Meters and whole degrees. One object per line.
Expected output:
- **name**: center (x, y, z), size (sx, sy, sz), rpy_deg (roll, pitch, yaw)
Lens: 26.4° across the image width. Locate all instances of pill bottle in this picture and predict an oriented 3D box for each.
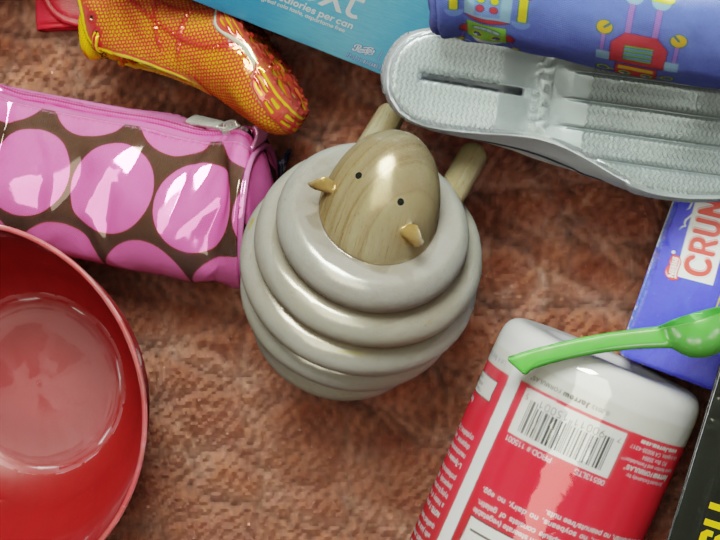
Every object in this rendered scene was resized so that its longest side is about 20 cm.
- **pill bottle**: center (0.089, 0.136, 0.807), size (0.112, 0.112, 0.200), rpy_deg (24, 95, 8)

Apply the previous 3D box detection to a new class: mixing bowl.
- **mixing bowl**: center (-0.196, 0.070, 0.853), size (0.200, 0.108, 0.201), rpy_deg (1, 94, 11)

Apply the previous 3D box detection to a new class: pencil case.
- **pencil case**: center (-0.145, -0.054, 0.857), size (0.200, 0.091, 0.094), rpy_deg (10, 120, 9)
- **pencil case**: center (0.131, -0.132, 0.693), size (0.200, 0.078, 0.087), rpy_deg (11, 72, 10)

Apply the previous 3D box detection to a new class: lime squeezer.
- **lime squeezer**: center (0.166, -0.005, 0.734), size (0.071, 0.038, 0.200), rpy_deg (45, 99, 18)

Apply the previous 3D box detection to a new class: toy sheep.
- **toy sheep**: center (0.000, 0.000, 0.799), size (0.138, 0.200, 0.138), rpy_deg (5, 53, -6)

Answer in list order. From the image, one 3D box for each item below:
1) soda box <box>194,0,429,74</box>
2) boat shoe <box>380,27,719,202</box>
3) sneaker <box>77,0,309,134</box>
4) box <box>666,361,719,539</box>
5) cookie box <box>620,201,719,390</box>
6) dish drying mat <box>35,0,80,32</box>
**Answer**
- **soda box**: center (-0.030, -0.164, 0.793), size (0.200, 0.068, 0.064), rpy_deg (20, 130, -14)
- **boat shoe**: center (0.110, -0.086, 0.764), size (0.200, 0.067, 0.074), rpy_deg (16, 101, -1)
- **sneaker**: center (-0.105, -0.129, 0.836), size (0.200, 0.073, 0.077), rpy_deg (42, 94, 25)
- **box**: center (0.231, 0.149, 0.759), size (0.159, 0.049, 0.200), rpy_deg (16, 109, 14)
- **cookie box**: center (0.257, -0.003, 0.794), size (0.200, 0.075, 0.172), rpy_deg (21, 95, 10)
- **dish drying mat**: center (-0.153, -0.240, 0.889), size (0.077, 0.018, 0.201), rpy_deg (0, 91, 8)
